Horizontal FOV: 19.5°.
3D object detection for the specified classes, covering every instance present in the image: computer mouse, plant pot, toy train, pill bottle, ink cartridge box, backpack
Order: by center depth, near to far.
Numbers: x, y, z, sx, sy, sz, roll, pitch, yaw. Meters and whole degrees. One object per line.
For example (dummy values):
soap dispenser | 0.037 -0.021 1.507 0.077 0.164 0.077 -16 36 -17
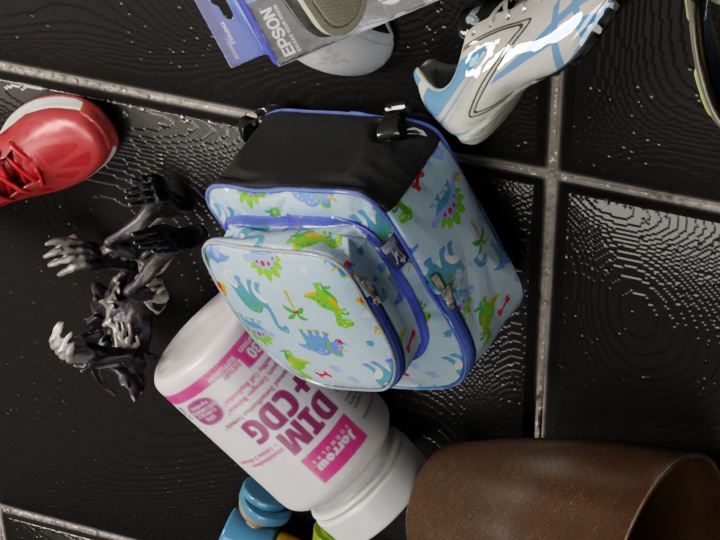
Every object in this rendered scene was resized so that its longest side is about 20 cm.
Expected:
ink cartridge box | -0.020 -0.197 1.328 0.200 0.039 0.099 -21 115 19
computer mouse | -0.059 -0.197 1.382 0.200 0.044 0.110 43 132 -14
backpack | 0.000 0.000 1.444 0.183 0.147 0.200 4 140 44
plant pot | 0.140 0.199 1.556 0.200 0.187 0.187 15 135 32
pill bottle | -0.050 0.111 1.596 0.200 0.113 0.113 44 132 -16
toy train | -0.029 0.255 1.741 0.200 0.085 0.116 24 121 4

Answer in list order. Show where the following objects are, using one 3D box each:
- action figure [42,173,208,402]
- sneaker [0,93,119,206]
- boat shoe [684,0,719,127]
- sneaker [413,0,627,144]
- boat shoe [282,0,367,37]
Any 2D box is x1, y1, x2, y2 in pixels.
action figure | -0.191 0.019 1.584 0.102 0.119 0.200 4 136 -29
sneaker | -0.273 -0.056 1.553 0.200 0.116 0.078 -20 118 36
boat shoe | 0.230 -0.172 1.257 0.072 0.060 0.202 5 130 21
sneaker | 0.107 -0.154 1.326 0.072 0.072 0.200 45 129 -6
boat shoe | -0.059 -0.231 1.273 0.068 0.072 0.200 -15 107 53
